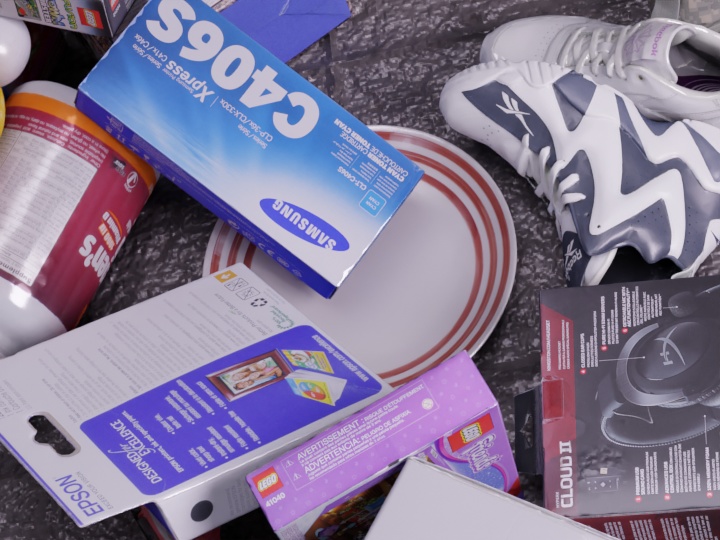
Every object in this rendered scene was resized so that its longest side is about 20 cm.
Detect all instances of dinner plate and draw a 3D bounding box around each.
[{"bbox_3d":[0.000,0.000,1.659,0.200,0.024,0.201,-5,63,10],"label":"dinner plate"}]

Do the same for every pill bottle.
[{"bbox_3d":[-0.215,-0.010,1.665,0.109,0.110,0.200,19,69,22],"label":"pill bottle"}]

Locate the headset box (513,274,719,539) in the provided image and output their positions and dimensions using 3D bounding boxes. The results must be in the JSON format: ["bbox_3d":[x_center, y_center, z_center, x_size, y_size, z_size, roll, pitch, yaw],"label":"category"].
[{"bbox_3d":[0.187,0.085,1.540,0.199,0.077,0.149,-6,61,11],"label":"headset box"}]

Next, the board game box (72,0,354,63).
[{"bbox_3d":[-0.129,-0.211,1.757,0.159,0.097,0.200,-35,61,-6],"label":"board game box"}]

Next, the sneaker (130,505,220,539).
[{"bbox_3d":[-0.106,0.106,1.600,0.087,0.074,0.200,-25,60,-2],"label":"sneaker"}]

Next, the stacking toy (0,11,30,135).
[{"bbox_3d":[-0.263,-0.089,1.621,0.146,0.146,0.200,21,48,22],"label":"stacking toy"}]

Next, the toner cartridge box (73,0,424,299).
[{"bbox_3d":[-0.068,-0.081,1.634,0.200,0.043,0.095,37,75,0],"label":"toner cartridge box"}]

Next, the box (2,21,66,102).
[{"bbox_3d":[-0.282,-0.106,1.736,0.095,0.100,0.200,17,68,18],"label":"box"}]

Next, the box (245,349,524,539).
[{"bbox_3d":[0.019,0.123,1.488,0.137,0.200,0.039,-29,68,-4],"label":"box"}]

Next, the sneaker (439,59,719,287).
[{"bbox_3d":[0.126,-0.043,1.614,0.199,0.080,0.130,22,63,6],"label":"sneaker"}]

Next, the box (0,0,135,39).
[{"bbox_3d":[-0.165,-0.236,1.679,0.110,0.035,0.200,14,55,19],"label":"box"}]

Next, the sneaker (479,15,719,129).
[{"bbox_3d":[0.167,-0.132,1.646,0.200,0.100,0.075,13,67,20],"label":"sneaker"}]

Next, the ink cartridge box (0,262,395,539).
[{"bbox_3d":[-0.108,0.079,1.521,0.200,0.043,0.198,-21,32,-22],"label":"ink cartridge box"}]

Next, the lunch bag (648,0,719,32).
[{"bbox_3d":[0.239,-0.255,1.643,0.117,0.164,0.200,24,63,24],"label":"lunch bag"}]

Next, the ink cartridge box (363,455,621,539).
[{"bbox_3d":[0.074,0.221,1.424,0.146,0.200,0.147,22,69,22],"label":"ink cartridge box"}]
